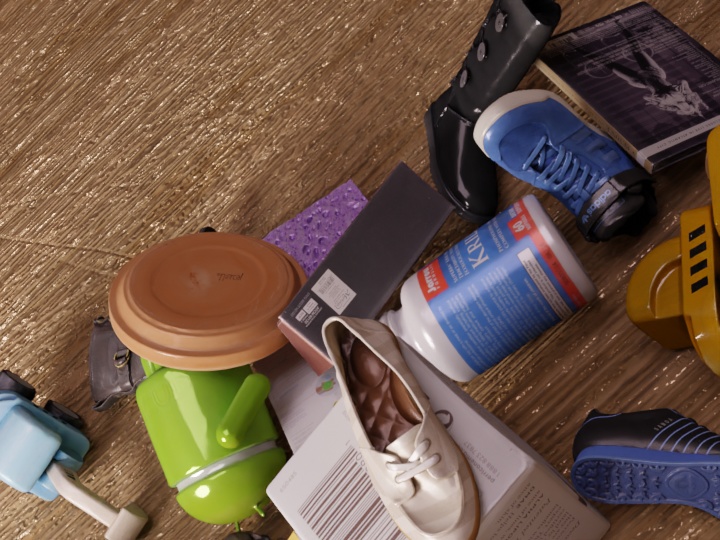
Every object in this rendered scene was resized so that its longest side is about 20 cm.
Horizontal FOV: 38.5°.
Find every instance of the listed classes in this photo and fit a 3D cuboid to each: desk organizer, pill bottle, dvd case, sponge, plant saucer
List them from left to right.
[{"bbox_3d":[-0.148,0.020,1.015,0.196,0.033,0.202,2,37,-2],"label":"plant saucer"},{"bbox_3d":[-0.061,-0.006,1.092,0.198,0.030,0.112,-34,52,-4],"label":"sponge"},{"bbox_3d":[0.000,0.000,0.993,0.071,0.077,0.201,39,68,-3],"label":"desk organizer"},{"bbox_3d":[0.106,0.031,0.947,0.199,0.112,0.113,-35,53,11],"label":"pill bottle"},{"bbox_3d":[0.272,-0.179,0.978,0.147,0.016,0.201,-23,50,-16],"label":"dvd case"}]

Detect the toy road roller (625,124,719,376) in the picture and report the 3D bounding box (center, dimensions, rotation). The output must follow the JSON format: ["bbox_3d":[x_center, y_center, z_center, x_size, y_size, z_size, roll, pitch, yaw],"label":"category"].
[{"bbox_3d":[0.299,-0.012,0.854,0.144,0.122,0.203,-14,59,37],"label":"toy road roller"}]

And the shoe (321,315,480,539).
[{"bbox_3d":[0.022,0.113,0.737,0.070,0.053,0.201,-36,53,11],"label":"shoe"}]

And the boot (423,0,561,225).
[{"bbox_3d":[0.136,-0.169,1.000,0.201,0.065,0.167,-54,41,42],"label":"boot"}]

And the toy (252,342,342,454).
[{"bbox_3d":[-0.034,0.110,1.023,0.114,0.048,0.200,-31,35,-3],"label":"toy"}]

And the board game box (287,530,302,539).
[{"bbox_3d":[-0.024,0.327,0.813,0.200,0.034,0.135,49,116,35],"label":"board game box"}]

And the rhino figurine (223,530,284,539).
[{"bbox_3d":[-0.128,0.338,0.960,0.087,0.059,0.203,3,67,53],"label":"rhino figurine"}]

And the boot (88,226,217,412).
[{"bbox_3d":[-0.235,0.053,1.169,0.172,0.069,0.203,-9,64,26],"label":"boot"}]

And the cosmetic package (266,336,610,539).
[{"bbox_3d":[0.067,0.192,0.831,0.166,0.200,0.165,-49,52,0],"label":"cosmetic package"}]

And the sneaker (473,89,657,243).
[{"bbox_3d":[0.190,-0.085,0.907,0.077,0.198,0.112,-48,49,24],"label":"sneaker"}]

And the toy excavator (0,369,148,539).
[{"bbox_3d":[-0.333,0.214,1.114,0.101,0.194,0.200,-55,24,-6],"label":"toy excavator"}]

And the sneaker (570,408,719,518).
[{"bbox_3d":[0.268,0.148,0.819,0.197,0.071,0.078,7,35,17],"label":"sneaker"}]

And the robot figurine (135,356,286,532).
[{"bbox_3d":[-0.145,0.153,1.002,0.202,0.114,0.175,65,150,12],"label":"robot figurine"}]
